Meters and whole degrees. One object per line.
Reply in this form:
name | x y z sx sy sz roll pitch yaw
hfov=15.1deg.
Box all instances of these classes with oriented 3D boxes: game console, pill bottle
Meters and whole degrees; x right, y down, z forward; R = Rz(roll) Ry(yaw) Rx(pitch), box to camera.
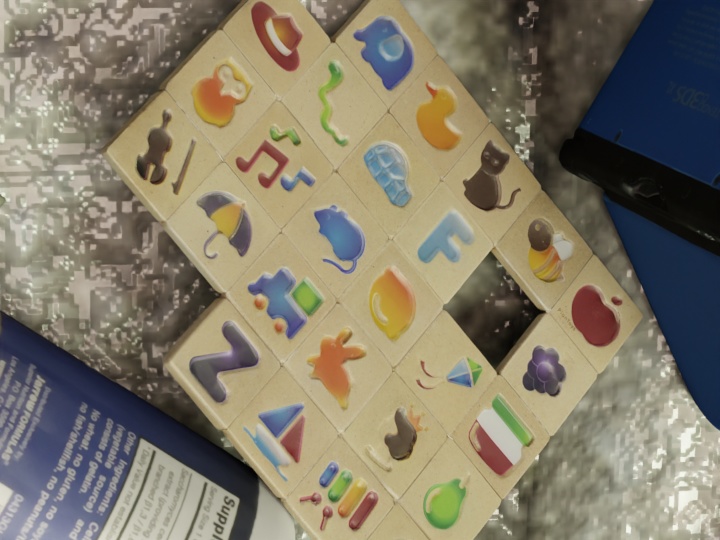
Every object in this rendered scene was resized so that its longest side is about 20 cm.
game console | 0.158 -0.023 0.951 0.118 0.200 0.171 31 92 -19
pill bottle | -0.093 0.100 0.961 0.199 0.111 0.111 34 92 -18

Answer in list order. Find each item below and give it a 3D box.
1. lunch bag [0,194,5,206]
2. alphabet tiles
lunch bag | -0.248 -0.014 0.898 0.199 0.118 0.165 31 94 -22
alphabet tiles | 0.000 0.000 0.980 0.200 0.008 0.167 50 60 -17
